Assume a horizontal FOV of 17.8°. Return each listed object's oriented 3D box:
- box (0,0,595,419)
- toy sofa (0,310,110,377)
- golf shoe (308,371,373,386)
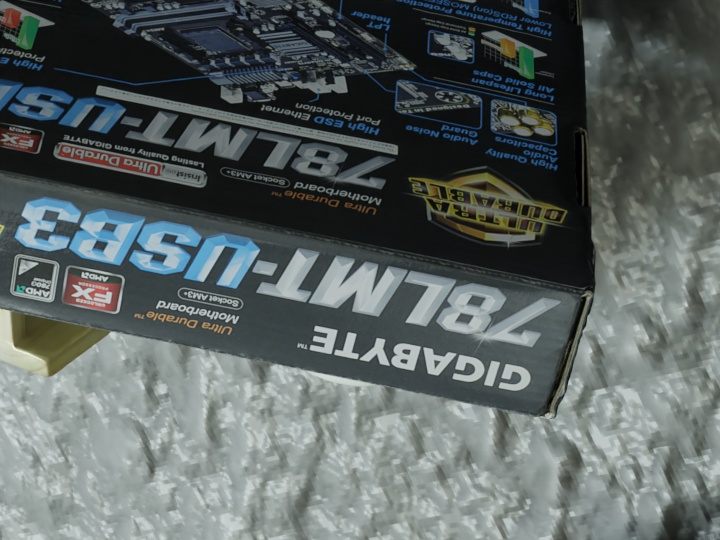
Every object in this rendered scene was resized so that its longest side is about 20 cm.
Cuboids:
[{"bbox_3d":[-0.037,-0.055,0.630,0.199,0.199,0.050,10,128,-5],"label":"box"},{"bbox_3d":[-0.129,-0.072,0.807,0.097,0.083,0.201,17,125,25],"label":"toy sofa"},{"bbox_3d":[0.000,0.000,0.720,0.075,0.200,0.092,-34,112,1],"label":"golf shoe"}]
